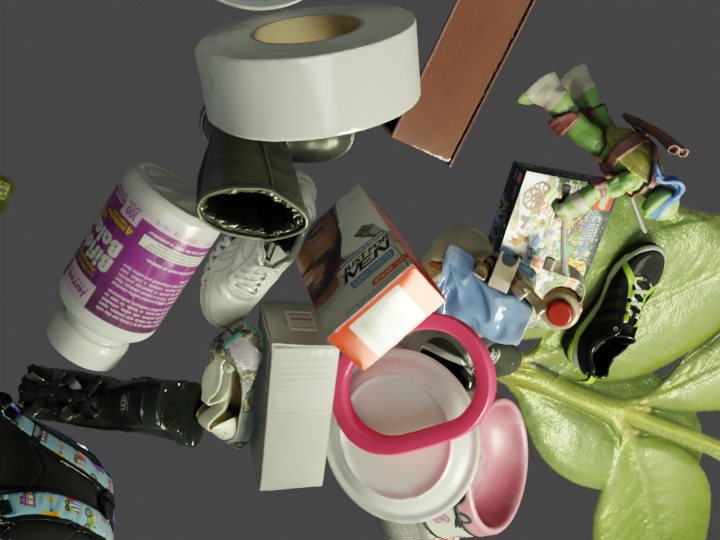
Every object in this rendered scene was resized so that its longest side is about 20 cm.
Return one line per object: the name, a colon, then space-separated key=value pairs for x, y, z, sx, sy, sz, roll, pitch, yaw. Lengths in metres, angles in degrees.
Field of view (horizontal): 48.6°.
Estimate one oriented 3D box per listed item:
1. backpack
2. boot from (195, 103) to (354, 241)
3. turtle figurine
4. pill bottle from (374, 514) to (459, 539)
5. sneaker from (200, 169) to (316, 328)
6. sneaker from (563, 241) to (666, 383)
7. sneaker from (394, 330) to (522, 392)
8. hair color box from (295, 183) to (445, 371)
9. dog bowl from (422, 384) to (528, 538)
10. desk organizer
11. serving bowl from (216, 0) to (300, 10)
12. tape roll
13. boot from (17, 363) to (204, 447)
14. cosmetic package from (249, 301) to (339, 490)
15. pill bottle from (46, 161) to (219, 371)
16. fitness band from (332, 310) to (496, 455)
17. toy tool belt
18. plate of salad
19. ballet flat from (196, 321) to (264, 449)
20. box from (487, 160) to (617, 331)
backpack: x=-0.373 y=0.258 z=0.879 sx=0.134 sy=0.184 sz=0.200 roll=-35 pitch=133 yaw=13
boot: x=-0.073 y=-0.101 z=0.763 sx=0.179 sy=0.200 sz=0.074 roll=-2 pitch=118 yaw=-16
turtle figurine: x=0.247 y=-0.113 z=0.878 sx=0.143 sy=0.200 sz=0.195 roll=-30 pitch=79 yaw=-8
pill bottle: x=0.061 y=0.284 z=1.055 sx=0.109 sy=0.111 sz=0.202 roll=-22 pitch=121 yaw=-5
sneaker: x=-0.112 y=-0.014 z=0.868 sx=0.075 sy=0.081 sz=0.201 roll=24 pitch=109 yaw=-28
sneaker: x=0.348 y=0.062 z=1.045 sx=0.071 sy=0.083 sz=0.202 roll=20 pitch=109 yaw=-25
sneaker: x=0.131 y=0.120 z=0.989 sx=0.198 sy=0.116 sz=0.076 roll=15 pitch=112 yaw=-23
hair color box: x=0.000 y=0.000 z=0.837 sx=0.111 sy=0.200 sz=0.064 roll=-41 pitch=120 yaw=7
dog bowl: x=0.147 y=0.243 z=1.015 sx=0.199 sy=0.073 sz=0.204 roll=-1 pitch=91 yaw=-54
desk organizer: x=0.098 y=-0.222 z=0.830 sx=0.076 sy=0.072 sz=0.202 roll=19 pitch=109 yaw=-22
serving bowl: x=-0.096 y=-0.342 z=0.711 sx=0.197 sy=0.066 sz=0.203 roll=-7 pitch=118 yaw=-14
tape roll: x=-0.046 y=-0.187 z=0.728 sx=0.199 sy=0.203 sz=0.072 roll=-13 pitch=121 yaw=-10
boot: x=-0.272 y=0.151 z=0.894 sx=0.160 sy=0.198 sz=0.075 roll=3 pitch=74 yaw=8
cosmetic package: x=-0.082 y=0.148 z=0.945 sx=0.089 sy=0.107 sz=0.203 roll=3 pitch=114 yaw=-17
pill bottle: x=-0.236 y=0.000 z=0.817 sx=0.112 sy=0.113 sz=0.201 roll=29 pitch=104 yaw=-27
fitness band: x=0.055 y=0.127 z=0.892 sx=0.198 sy=0.037 sz=0.146 roll=-21 pitch=84 yaw=24
toy tool belt: x=0.152 y=0.032 z=0.905 sx=0.198 sy=0.123 sz=0.126 roll=22 pitch=114 yaw=11
plate of salad: x=0.048 y=0.192 z=0.937 sx=0.201 sy=0.200 sz=0.048 roll=-54 pitch=159 yaw=14
ballet flat: x=-0.159 y=0.145 z=0.921 sx=0.071 sy=0.072 sz=0.202 roll=0 pitch=130 yaw=-17
box: x=0.223 y=-0.026 z=0.988 sx=0.135 sy=0.038 sz=0.203 roll=6 pitch=114 yaw=-20
